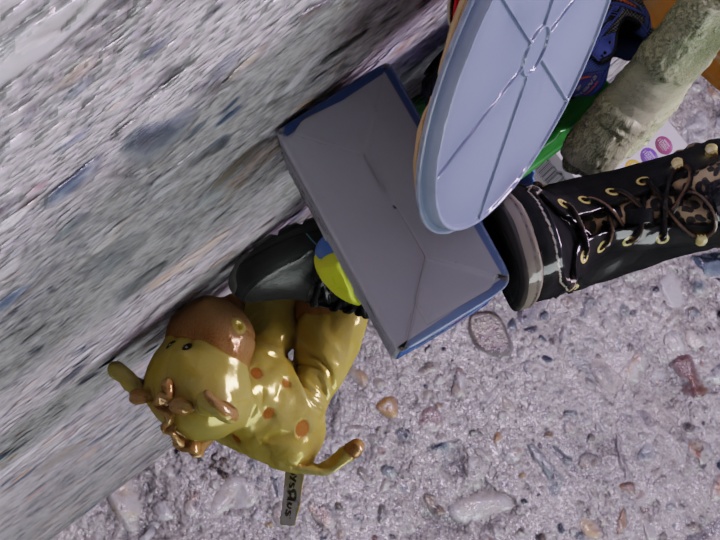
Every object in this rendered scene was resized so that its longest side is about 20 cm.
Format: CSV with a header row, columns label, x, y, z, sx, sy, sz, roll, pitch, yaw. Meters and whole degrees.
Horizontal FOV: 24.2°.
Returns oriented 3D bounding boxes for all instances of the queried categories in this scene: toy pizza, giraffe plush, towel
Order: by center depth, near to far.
label,x,y,z,sx,sy,sz,roll,pitch,yaw
toy pizza,0.073,-0.113,0.811,0.201,0.032,0.201,-52,159,-30
towel,0.198,-0.126,1.079,0.149,0.036,0.200,-52,171,20
giraffe plush,-0.103,0.084,1.293,0.172,0.202,0.162,-23,151,33

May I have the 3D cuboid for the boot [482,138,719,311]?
label,x,y,z,sx,sy,sz,roll,pitch,yaw
boot,0.147,-0.029,0.955,0.149,0.074,0.200,-16,174,4

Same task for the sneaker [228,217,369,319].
label,x,y,z,sx,sy,sz,roll,pitch,yaw
sneaker,0.000,0.000,1.265,0.198,0.080,0.076,-13,160,-14

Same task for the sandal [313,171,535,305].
label,x,y,z,sx,sy,sz,roll,pitch,yaw
sandal,0.063,-0.027,1.222,0.198,0.088,0.080,-9,147,-3

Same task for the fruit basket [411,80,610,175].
label,x,y,z,sx,sy,sz,roll,pitch,yaw
fruit basket,0.078,-0.107,1.170,0.185,0.094,0.200,-36,-168,-20

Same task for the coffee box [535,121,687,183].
label,x,y,z,sx,sy,sz,roll,pitch,yaw
coffee box,0.365,-0.140,2.548,0.197,0.200,0.200,-36,176,-25

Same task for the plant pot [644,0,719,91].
label,x,y,z,sx,sy,sz,roll,pitch,yaw
plant pot,0.403,-0.244,1.663,0.200,0.184,0.200,-37,177,-2

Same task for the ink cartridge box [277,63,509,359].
label,x,y,z,sx,sy,sz,roll,pitch,yaw
ink cartridge box,0.017,-0.026,0.966,0.076,0.137,0.200,-29,176,-4

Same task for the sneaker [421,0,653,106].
label,x,y,z,sx,sy,sz,roll,pitch,yaw
sneaker,0.115,-0.136,1.010,0.199,0.079,0.075,-35,176,-36
